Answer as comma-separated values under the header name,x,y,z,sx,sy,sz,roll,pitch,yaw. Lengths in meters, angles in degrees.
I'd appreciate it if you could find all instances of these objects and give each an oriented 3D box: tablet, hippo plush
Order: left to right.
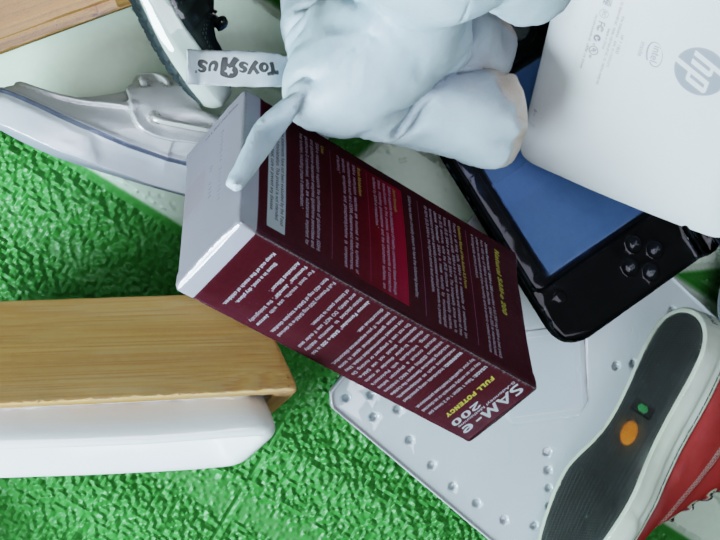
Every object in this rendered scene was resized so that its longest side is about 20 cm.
name,x,y,z,sx,sy,sz,roll,pitch,yaw
hippo plush,0.024,-0.153,0.757,0.198,0.161,0.160,-4,55,-31
tablet,0.159,-0.114,0.780,0.129,0.014,0.201,24,135,15

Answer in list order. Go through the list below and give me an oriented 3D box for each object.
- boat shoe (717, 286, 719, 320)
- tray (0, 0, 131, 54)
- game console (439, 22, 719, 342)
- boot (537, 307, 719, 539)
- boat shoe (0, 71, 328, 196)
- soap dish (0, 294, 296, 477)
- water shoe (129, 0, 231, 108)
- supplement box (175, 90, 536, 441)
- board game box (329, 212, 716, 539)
name,x,y,z,sx,sy,sz,roll,pitch,yaw
boat shoe,0.293,-0.043,0.954,0.090,0.071,0.202,14,93,-28
tray,-0.155,-0.192,0.841,0.198,0.037,0.100,-22,102,-8
game console,0.147,-0.084,0.859,0.172,0.119,0.201,-33,93,-13
boot,0.205,0.136,0.929,0.143,0.072,0.201,25,101,-30
boat shoe,-0.112,-0.080,0.854,0.198,0.073,0.066,16,89,-25
soap dish,-0.146,0.064,0.821,0.198,0.157,0.082,-2,77,-13
water shoe,-0.099,-0.187,0.795,0.078,0.071,0.202,-25,99,-7
supplement box,0.000,0.000,0.812,0.199,0.109,0.061,29,126,-26
board game box,0.111,0.063,0.942,0.200,0.026,0.200,40,88,-14
